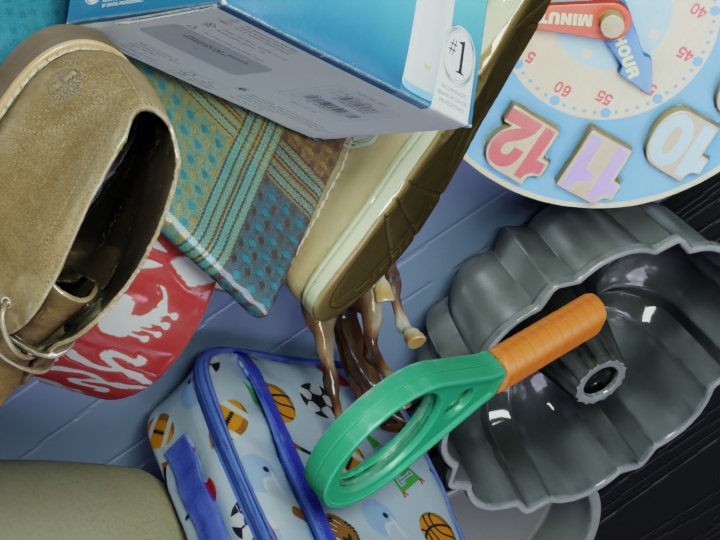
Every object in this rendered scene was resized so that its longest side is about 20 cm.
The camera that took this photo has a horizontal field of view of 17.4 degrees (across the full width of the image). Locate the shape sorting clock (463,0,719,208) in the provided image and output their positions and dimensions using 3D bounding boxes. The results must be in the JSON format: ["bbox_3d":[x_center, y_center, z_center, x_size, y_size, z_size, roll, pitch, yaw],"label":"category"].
[{"bbox_3d":[0.117,-0.121,1.102,0.198,0.039,0.201,0,118,-1],"label":"shape sorting clock"}]

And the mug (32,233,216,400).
[{"bbox_3d":[-0.168,-0.041,0.922,0.199,0.178,0.134,23,105,-35],"label":"mug"}]

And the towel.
[{"bbox_3d":[-0.082,-0.095,0.912,0.022,0.147,0.200,-20,124,41],"label":"towel"}]

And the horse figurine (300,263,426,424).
[{"bbox_3d":[0.000,0.000,1.157,0.049,0.133,0.201,-8,147,-11],"label":"horse figurine"}]

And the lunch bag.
[{"bbox_3d":[-0.021,0.134,1.202,0.160,0.201,0.076,13,131,-45],"label":"lunch bag"}]

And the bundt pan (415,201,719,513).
[{"bbox_3d":[0.114,0.036,1.302,0.201,0.076,0.203,-21,141,-18],"label":"bundt pan"}]

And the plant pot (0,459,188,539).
[{"bbox_3d":[-0.177,0.169,1.158,0.199,0.187,0.188,-17,141,-44],"label":"plant pot"}]

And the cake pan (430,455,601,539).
[{"bbox_3d":[0.052,0.175,1.426,0.199,0.037,0.201,-22,144,-17],"label":"cake pan"}]

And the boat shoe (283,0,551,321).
[{"bbox_3d":[0.016,-0.073,1.048,0.201,0.066,0.074,-58,167,-11],"label":"boat shoe"}]

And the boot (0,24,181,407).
[{"bbox_3d":[-0.130,0.015,0.822,0.073,0.075,0.201,22,102,-41],"label":"boot"}]

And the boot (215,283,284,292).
[{"bbox_3d":[-0.062,-0.077,1.054,0.199,0.073,0.151,23,114,-42],"label":"boot"}]

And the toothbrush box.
[{"bbox_3d":[-0.018,-0.167,0.889,0.146,0.085,0.202,23,71,-47],"label":"toothbrush box"}]

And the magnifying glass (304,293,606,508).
[{"bbox_3d":[0.049,0.057,1.152,0.199,0.022,0.080,-25,151,-38],"label":"magnifying glass"}]
